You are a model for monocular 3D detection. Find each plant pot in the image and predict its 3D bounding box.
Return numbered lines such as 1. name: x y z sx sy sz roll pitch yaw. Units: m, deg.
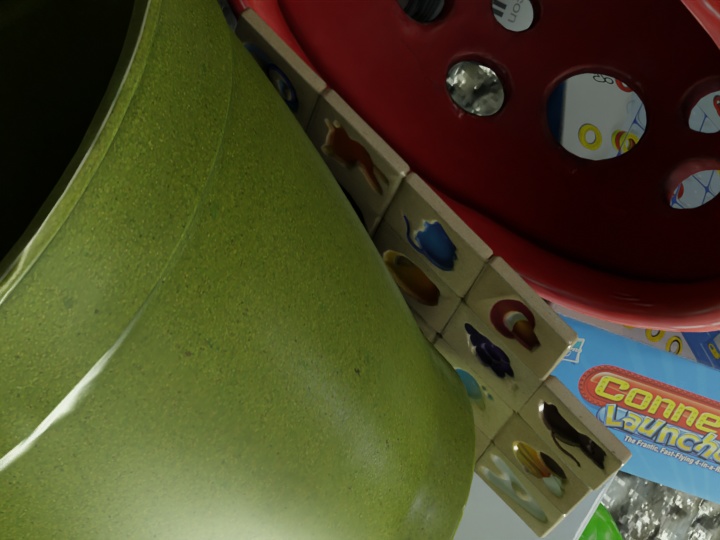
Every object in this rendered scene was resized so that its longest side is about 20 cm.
1. plant pot: -0.072 0.024 0.638 0.193 0.200 0.201 42 76 -36
2. plant pot: 0.085 -0.111 0.640 0.183 0.200 0.201 -49 135 -25

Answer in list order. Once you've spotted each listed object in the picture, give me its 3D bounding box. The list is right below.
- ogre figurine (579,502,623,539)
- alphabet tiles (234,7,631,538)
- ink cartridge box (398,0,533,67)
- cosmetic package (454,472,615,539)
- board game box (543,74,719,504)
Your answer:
1. ogre figurine: 0.059 0.137 0.924 0.120 0.098 0.201 -33 96 -16
2. alphabet tiles: 0.000 0.000 0.710 0.006 0.200 0.167 -41 172 -21
3. ink cartridge box: 0.007 -0.161 0.745 0.200 0.083 0.147 17 96 -48
4. cosmetic package: 0.017 0.093 0.815 0.201 0.113 0.081 -60 174 -14
5. board game box: 0.149 0.000 0.799 0.200 0.195 0.056 -81 -168 -49
